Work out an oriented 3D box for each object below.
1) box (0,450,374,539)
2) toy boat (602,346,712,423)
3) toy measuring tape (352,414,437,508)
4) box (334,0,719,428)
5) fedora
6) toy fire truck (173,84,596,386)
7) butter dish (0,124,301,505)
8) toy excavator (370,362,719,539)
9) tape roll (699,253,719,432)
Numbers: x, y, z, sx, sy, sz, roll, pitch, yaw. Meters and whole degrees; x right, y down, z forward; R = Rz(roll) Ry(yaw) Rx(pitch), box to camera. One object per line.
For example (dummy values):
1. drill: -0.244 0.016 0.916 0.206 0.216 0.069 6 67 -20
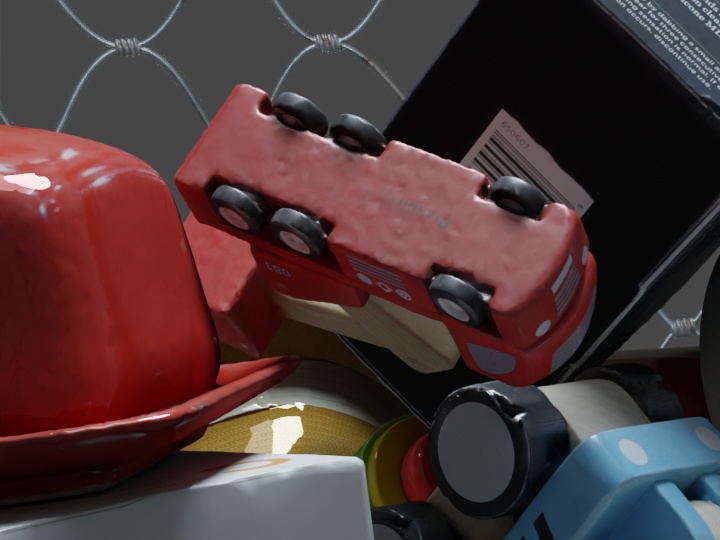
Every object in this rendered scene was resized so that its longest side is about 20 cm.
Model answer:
1. box: -0.092 0.116 0.830 0.124 0.098 0.200 -9 1 -29
2. toy boat: 0.119 0.113 1.112 0.199 0.131 0.131 -6 28 41
3. toy measuring tape: 0.028 0.064 1.049 0.073 0.201 0.074 4 -35 3
4. box: 0.102 -0.055 1.015 0.196 0.124 0.200 -35 -13 -50
5. fedora: -0.041 0.111 1.099 0.199 0.202 0.082 -4 35 -8
6. toy fire truck: 0.000 0.000 0.902 0.199 0.049 0.141 22 -21 28
7. butter dish: -0.137 -0.001 0.827 0.198 0.149 0.200 -10 2 11
8. toy excavator: 0.115 0.112 0.881 0.100 0.200 0.195 -4 -42 -50
9. tape roll: 0.235 0.049 1.066 0.202 0.204 0.037 -4 -20 -32
